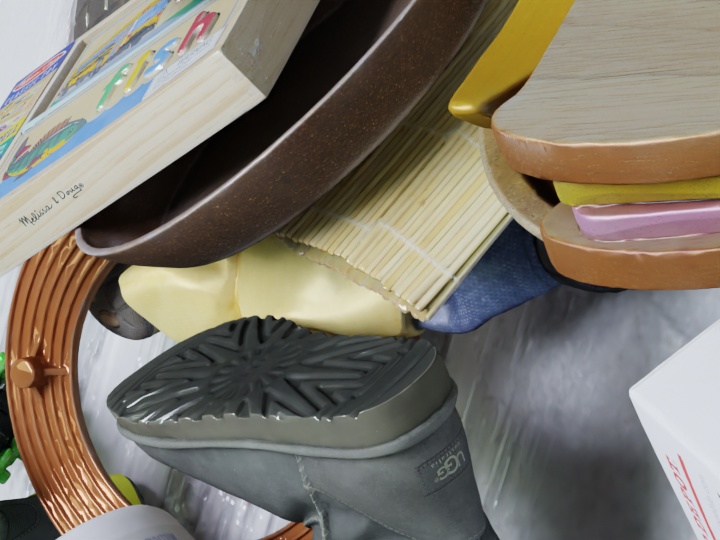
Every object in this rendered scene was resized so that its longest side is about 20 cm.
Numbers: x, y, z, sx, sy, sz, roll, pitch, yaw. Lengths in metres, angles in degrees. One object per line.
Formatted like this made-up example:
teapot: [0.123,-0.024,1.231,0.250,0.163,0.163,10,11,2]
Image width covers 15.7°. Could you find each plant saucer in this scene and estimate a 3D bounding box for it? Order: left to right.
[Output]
plant saucer: [-0.020,-0.070,0.930,0.200,0.034,0.200,-40,20,17]

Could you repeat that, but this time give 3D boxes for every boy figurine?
boy figurine: [0.000,0.000,0.949,0.200,0.064,0.125,-17,72,33]

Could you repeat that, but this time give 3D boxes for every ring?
ring: [-0.064,0.047,1.044,0.200,0.019,0.201,3,97,29]

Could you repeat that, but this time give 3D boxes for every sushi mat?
sushi mat: [0.058,-0.073,0.888,0.200,0.012,0.096,-50,36,-7]

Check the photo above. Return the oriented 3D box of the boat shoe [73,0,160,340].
boat shoe: [-0.076,-0.072,1.103,0.074,0.073,0.201,17,105,56]

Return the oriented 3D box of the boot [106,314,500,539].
boot: [0.005,0.119,0.906,0.182,0.073,0.200,9,131,55]

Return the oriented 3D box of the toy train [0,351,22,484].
toy train: [-0.170,0.079,1.145,0.056,0.042,0.200,-50,3,10]

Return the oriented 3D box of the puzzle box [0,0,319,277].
puzzle box: [-0.087,-0.068,0.978,0.200,0.025,0.133,-31,23,38]

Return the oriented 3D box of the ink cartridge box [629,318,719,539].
ink cartridge box: [0.148,0.079,0.733,0.068,0.116,0.200,-36,43,-7]

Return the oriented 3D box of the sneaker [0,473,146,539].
sneaker: [-0.170,0.160,1.188,0.200,0.084,0.075,-57,44,32]

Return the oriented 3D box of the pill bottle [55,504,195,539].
pill bottle: [-0.055,0.194,0.975,0.200,0.112,0.112,46,124,22]

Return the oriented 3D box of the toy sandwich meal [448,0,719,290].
toy sandwich meal: [0.112,-0.073,0.765,0.205,0.070,0.205,-17,39,14]
